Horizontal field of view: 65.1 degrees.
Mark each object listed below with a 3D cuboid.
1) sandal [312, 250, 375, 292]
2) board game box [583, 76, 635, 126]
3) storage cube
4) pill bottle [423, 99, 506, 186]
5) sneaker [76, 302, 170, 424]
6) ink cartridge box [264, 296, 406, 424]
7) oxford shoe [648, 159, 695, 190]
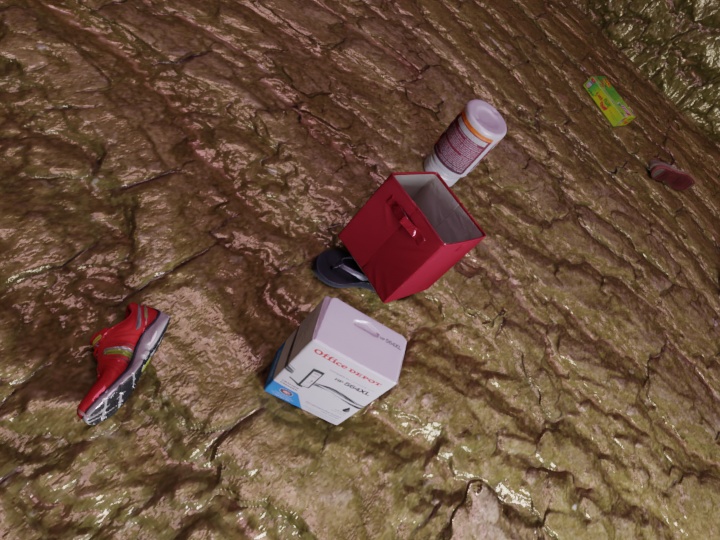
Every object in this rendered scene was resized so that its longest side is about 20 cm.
[{"bbox_3d":[0.000,0.000,1.107,0.198,0.043,0.077,12,55,-25],"label":"sandal"},{"bbox_3d":[0.929,-0.634,2.107,0.101,0.048,0.201,-16,70,-39],"label":"board game box"},{"bbox_3d":[0.100,-0.067,1.093,0.199,0.180,0.172,-13,63,-53],"label":"storage cube"},{"bbox_3d":[0.244,-0.298,1.351,0.113,0.200,0.115,17,52,-23],"label":"pill bottle"},{"bbox_3d":[-0.347,0.126,0.794,0.084,0.077,0.201,26,39,-8],"label":"sneaker"},{"bbox_3d":[-0.043,0.147,0.876,0.145,0.200,0.085,29,49,-12],"label":"ink cartridge box"},{"bbox_3d":[1.121,-0.350,2.028,0.198,0.071,0.075,19,47,-22],"label":"oxford shoe"}]
